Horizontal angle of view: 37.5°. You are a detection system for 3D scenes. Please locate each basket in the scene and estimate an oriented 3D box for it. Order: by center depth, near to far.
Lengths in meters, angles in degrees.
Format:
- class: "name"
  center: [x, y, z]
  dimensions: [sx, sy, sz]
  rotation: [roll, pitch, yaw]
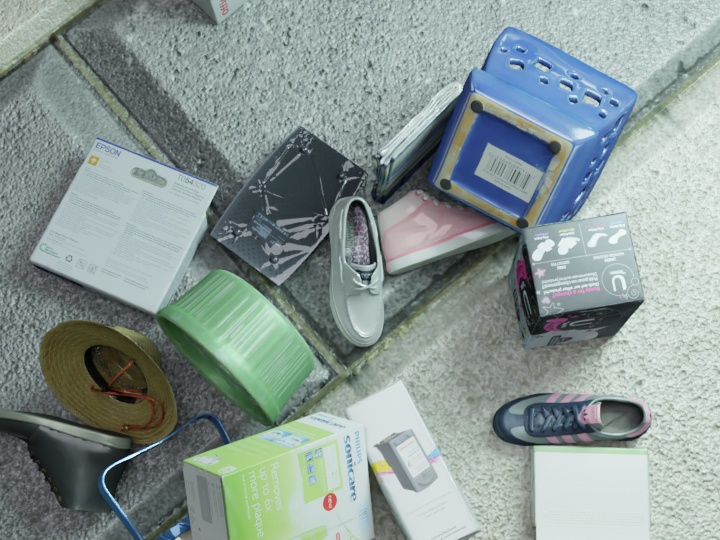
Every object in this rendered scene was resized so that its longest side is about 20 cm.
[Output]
- class: "basket"
  center: [-0.200, 0.291, 1.283]
  dimensions: [0.176, 0.139, 0.200]
  rotation: [-26, 84, -37]

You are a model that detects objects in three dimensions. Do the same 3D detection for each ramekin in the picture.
- class: "ramekin"
  center: [-0.152, 0.092, 1.329]
  dimensions: [0.200, 0.200, 0.098]
  rotation: [40, 72, 12]

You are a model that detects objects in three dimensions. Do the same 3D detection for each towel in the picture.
- class: "towel"
  center: [0.070, -0.163, 1.385]
  dimensions: [0.024, 0.200, 0.147]
  rotation: [44, 81, 7]

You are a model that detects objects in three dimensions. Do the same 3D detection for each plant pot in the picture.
- class: "plant pot"
  center: [0.208, -0.163, 1.347]
  dimensions: [0.200, 0.200, 0.180]
  rotation: [30, 36, 11]

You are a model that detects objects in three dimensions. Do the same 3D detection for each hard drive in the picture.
- class: "hard drive"
  center: [-0.095, -0.086, 1.452]
  dimensions: [0.135, 0.042, 0.200]
  rotation: [36, 79, 11]

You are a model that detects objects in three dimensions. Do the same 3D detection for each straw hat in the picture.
- class: "straw hat"
  center: [-0.307, 0.123, 1.375]
  dimensions: [0.201, 0.201, 0.085]
  rotation: [22, 38, 8]

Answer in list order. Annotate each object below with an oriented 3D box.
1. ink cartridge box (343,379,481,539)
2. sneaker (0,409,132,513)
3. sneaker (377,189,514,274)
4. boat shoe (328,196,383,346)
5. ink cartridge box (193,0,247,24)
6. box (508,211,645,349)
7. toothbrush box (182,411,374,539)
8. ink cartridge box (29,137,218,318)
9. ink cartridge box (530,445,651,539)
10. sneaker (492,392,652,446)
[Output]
- class: "ink cartridge box"
  center: [0.062, 0.250, 1.298]
  dimensions: [0.086, 0.148, 0.200]
  rotation: [-28, 74, -5]
- class: "sneaker"
  center: [-0.400, 0.243, 1.358]
  dimensions: [0.200, 0.075, 0.106]
  rotation: [12, 83, 11]
- class: "sneaker"
  center: [0.117, -0.072, 1.421]
  dimensions: [0.200, 0.075, 0.105]
  rotation: [-18, 80, 2]
- class: "boat shoe"
  center: [0.000, 0.000, 1.395]
  dimensions: [0.072, 0.069, 0.200]
  rotation: [1, 86, -13]
- class: "ink cartridge box"
  center: [-0.166, -0.467, 1.509]
  dimensions: [0.200, 0.145, 0.084]
  rotation: [-42, 77, -8]
- class: "box"
  center: [0.263, 0.020, 1.325]
  dimensions: [0.132, 0.200, 0.115]
  rotation: [-9, 73, 0]
- class: "toothbrush box"
  center: [-0.090, 0.262, 1.209]
  dimensions: [0.200, 0.086, 0.146]
  rotation: [-14, 103, -40]
- class: "ink cartridge box"
  center: [-0.319, -0.059, 1.455]
  dimensions: [0.196, 0.043, 0.200]
  rotation: [23, 74, 10]
- class: "ink cartridge box"
  center: [0.286, 0.320, 1.319]
  dimensions: [0.145, 0.048, 0.200]
  rotation: [1, 75, 3]
- class: "sneaker"
  center: [0.269, 0.183, 1.340]
  dimensions: [0.200, 0.082, 0.070]
  rotation: [-4, 75, 1]
